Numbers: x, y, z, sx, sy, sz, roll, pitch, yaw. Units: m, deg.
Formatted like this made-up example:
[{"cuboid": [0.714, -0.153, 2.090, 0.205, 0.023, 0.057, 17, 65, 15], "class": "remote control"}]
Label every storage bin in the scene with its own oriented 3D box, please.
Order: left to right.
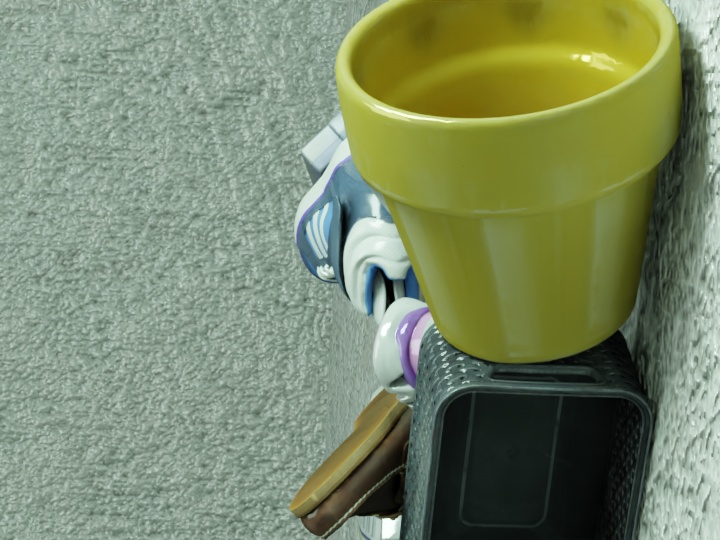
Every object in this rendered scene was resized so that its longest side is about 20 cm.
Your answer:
[{"cuboid": [0.101, 0.138, 1.376, 0.094, 0.135, 0.201, -99, 13, -63], "class": "storage bin"}]

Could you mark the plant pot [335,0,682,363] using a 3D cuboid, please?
[{"cuboid": [0.096, -0.056, 1.300, 0.201, 0.200, 0.190, -97, -2, -59], "class": "plant pot"}]

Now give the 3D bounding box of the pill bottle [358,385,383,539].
[{"cuboid": [0.060, 0.161, 1.932, 0.111, 0.111, 0.201, -105, 18, -72], "class": "pill bottle"}]

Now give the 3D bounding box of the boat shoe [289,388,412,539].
[{"cuboid": [0.019, 0.131, 1.464, 0.070, 0.070, 0.200, -37, 4, 33], "class": "boat shoe"}]

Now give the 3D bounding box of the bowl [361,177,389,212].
[{"cuboid": [0.093, -0.018, 1.517, 0.200, 0.075, 0.200, 51, 177, -5], "class": "bowl"}]

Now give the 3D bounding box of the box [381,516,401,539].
[{"cuboid": [0.070, 0.192, 1.712, 0.200, 0.097, 0.125, 81, -172, -60], "class": "box"}]

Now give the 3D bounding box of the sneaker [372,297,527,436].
[{"cuboid": [0.097, 0.091, 1.454, 0.088, 0.200, 0.081, -8, 49, 42], "class": "sneaker"}]

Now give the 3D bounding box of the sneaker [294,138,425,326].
[{"cuboid": [0.000, 0.000, 1.699, 0.200, 0.080, 0.147, 114, 152, -56], "class": "sneaker"}]

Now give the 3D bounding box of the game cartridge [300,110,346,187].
[{"cuboid": [0.037, -0.138, 1.771, 0.200, 0.038, 0.130, -43, -8, -5], "class": "game cartridge"}]
